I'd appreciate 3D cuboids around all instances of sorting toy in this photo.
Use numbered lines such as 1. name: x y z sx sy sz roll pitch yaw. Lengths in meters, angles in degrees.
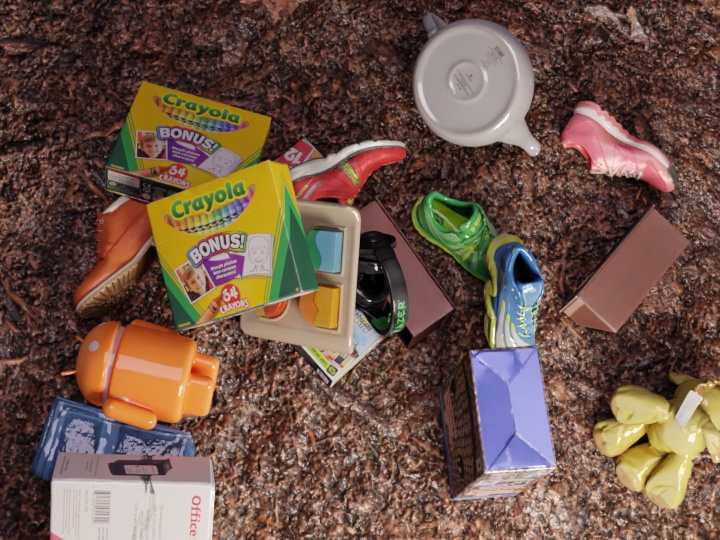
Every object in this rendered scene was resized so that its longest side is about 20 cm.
1. sorting toy: -0.087 0.004 1.597 0.183 0.036 0.203 8 103 30

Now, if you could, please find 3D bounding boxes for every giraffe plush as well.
1. giraffe plush: 0.449 0.209 1.665 0.161 0.200 0.173 -21 69 -46

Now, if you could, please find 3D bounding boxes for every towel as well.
1. towel: -0.323 0.245 1.566 0.197 0.049 0.113 16 69 -4

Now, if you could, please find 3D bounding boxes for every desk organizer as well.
1. desk organizer: 0.390 0.007 1.753 0.077 0.072 0.200 42 69 5
2. desk organizer: 0.046 0.005 1.704 0.076 0.072 0.201 -32 78 -16

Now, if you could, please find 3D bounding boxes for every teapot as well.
1. teapot: 0.176 -0.282 1.794 0.195 0.146 0.203 7 97 20

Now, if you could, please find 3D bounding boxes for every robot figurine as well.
1. robot figurine: -0.289 0.135 1.574 0.197 0.117 0.146 13 78 -4

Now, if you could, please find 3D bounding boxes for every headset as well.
1. headset: 0.000 0.000 1.610 0.093 0.125 0.201 -12 48 -20

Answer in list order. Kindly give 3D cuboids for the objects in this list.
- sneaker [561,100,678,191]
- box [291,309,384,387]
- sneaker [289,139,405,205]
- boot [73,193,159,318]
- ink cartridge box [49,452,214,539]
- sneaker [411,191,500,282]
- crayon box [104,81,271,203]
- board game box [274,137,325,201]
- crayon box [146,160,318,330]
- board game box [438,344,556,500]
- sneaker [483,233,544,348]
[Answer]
1. sneaker: 0.395 -0.171 1.837 0.199 0.074 0.087 38 82 9
2. box: -0.069 0.053 1.685 0.110 0.035 0.200 -40 81 -20
3. sneaker: -0.021 -0.129 1.724 0.198 0.077 0.086 -22 86 -11
4. boot: -0.344 -0.024 1.652 0.107 0.075 0.200 36 60 8
5. ink cartridge box: -0.286 0.314 1.496 0.197 0.084 0.147 3 106 -9
6. sneaker: 0.164 -0.047 1.735 0.198 0.084 0.075 30 68 1
7. crayon box: -0.244 -0.168 1.700 0.197 0.059 0.174 15 54 -3
8. board game box: -0.124 -0.100 1.738 0.200 0.030 0.096 -41 81 -18
9. crayon box: -0.171 -0.031 1.573 0.198 0.058 0.175 -17 86 23
10. board game box: 0.177 0.206 1.583 0.095 0.200 0.162 -3 70 -9
11. sneaker: 0.216 0.051 1.670 0.075 0.105 0.203 -11 97 -10
